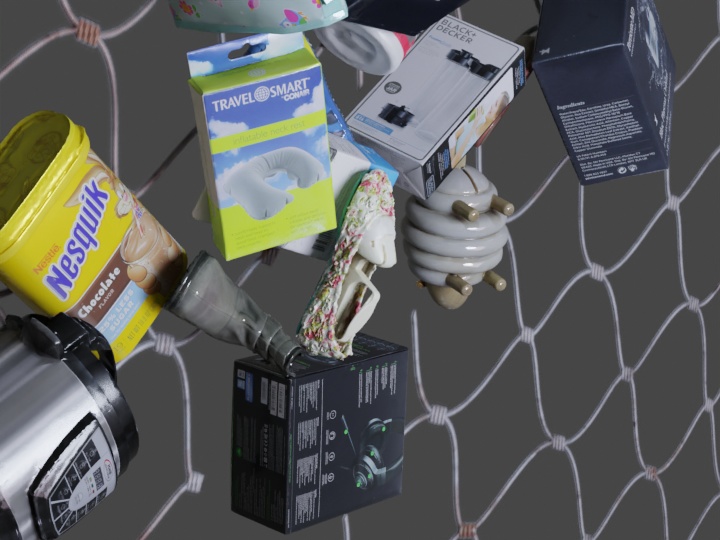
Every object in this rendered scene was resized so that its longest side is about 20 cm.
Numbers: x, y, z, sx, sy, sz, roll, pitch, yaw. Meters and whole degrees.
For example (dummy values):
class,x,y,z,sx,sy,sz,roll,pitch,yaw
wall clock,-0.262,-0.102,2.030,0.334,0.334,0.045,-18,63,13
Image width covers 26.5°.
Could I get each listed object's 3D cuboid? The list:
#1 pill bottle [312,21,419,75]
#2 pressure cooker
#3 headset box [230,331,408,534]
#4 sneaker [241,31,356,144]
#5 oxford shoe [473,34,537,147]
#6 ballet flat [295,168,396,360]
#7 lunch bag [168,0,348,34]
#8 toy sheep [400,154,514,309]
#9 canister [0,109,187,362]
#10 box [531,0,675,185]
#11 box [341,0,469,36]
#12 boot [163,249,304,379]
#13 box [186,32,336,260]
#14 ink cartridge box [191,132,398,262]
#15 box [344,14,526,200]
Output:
class,x,y,z,sx,sy,sz,roll,pitch,yaw
pill bottle,0.039,-0.315,1.604,0.201,0.110,0.111,-58,135,-17
pressure cooker,-0.291,0.136,1.334,0.200,0.175,0.180,-40,103,-33
headset box,-0.038,0.171,1.672,0.199,0.092,0.176,-12,109,-45
sneaker,-0.064,-0.165,1.582,0.078,0.066,0.201,-35,132,-8
oxford shoe,0.154,-0.228,1.783,0.200,0.074,0.071,-55,178,-45
ballet flat,0.000,0.000,1.535,0.075,0.064,0.202,4,111,-57
lunch bag,-0.101,-0.308,1.391,0.122,0.199,0.172,-41,127,-31
toy sheep,0.109,-0.051,1.737,0.137,0.137,0.202,-14,120,-44
canister,-0.259,-0.024,1.388,0.149,0.086,0.200,-57,136,-18
box,0.297,-0.247,1.842,0.201,0.116,0.198,59,32,-39
box,0.055,-0.360,1.445,0.122,0.199,0.201,4,67,-44
boot,-0.111,0.049,1.473,0.068,0.130,0.200,-55,172,-3
box,-0.091,-0.119,1.439,0.121,0.048,0.202,-17,124,-18
ink cartridge box,-0.075,-0.089,1.538,0.199,0.068,0.117,17,108,-35
box,0.081,-0.183,1.676,0.200,0.116,0.060,-48,150,-25
